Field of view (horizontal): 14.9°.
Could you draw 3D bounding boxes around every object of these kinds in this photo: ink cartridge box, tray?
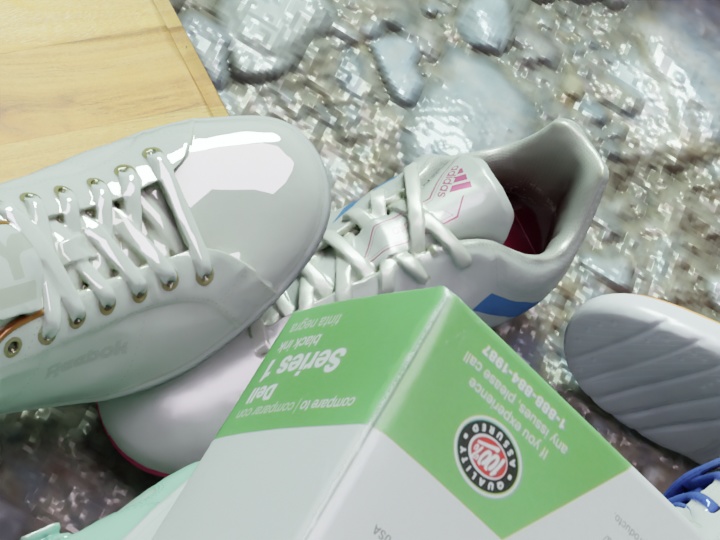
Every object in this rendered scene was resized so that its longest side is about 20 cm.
[{"bbox_3d":[0.001,0.128,0.714,0.146,0.084,0.200,44,63,-23],"label":"ink cartridge box"},{"bbox_3d":[-0.139,-0.044,0.887,0.199,0.037,0.099,-14,66,-34],"label":"tray"}]

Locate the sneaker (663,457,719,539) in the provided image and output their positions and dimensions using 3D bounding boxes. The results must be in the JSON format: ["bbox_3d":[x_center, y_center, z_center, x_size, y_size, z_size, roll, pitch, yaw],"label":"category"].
[{"bbox_3d":[0.096,0.102,0.890,0.199,0.081,0.116,27,45,-18],"label":"sneaker"}]

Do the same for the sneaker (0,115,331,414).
[{"bbox_3d":[-0.092,0.007,0.805,0.199,0.085,0.073,-25,86,-16],"label":"sneaker"}]

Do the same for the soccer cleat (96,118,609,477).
[{"bbox_3d":[0.000,0.000,0.897,0.200,0.086,0.070,-27,73,-38],"label":"soccer cleat"}]

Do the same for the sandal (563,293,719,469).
[{"bbox_3d":[0.171,0.049,0.960,0.206,0.079,0.059,30,51,-4],"label":"sandal"}]

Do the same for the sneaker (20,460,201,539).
[{"bbox_3d":[-0.117,0.094,0.761,0.118,0.074,0.200,28,45,24],"label":"sneaker"}]
